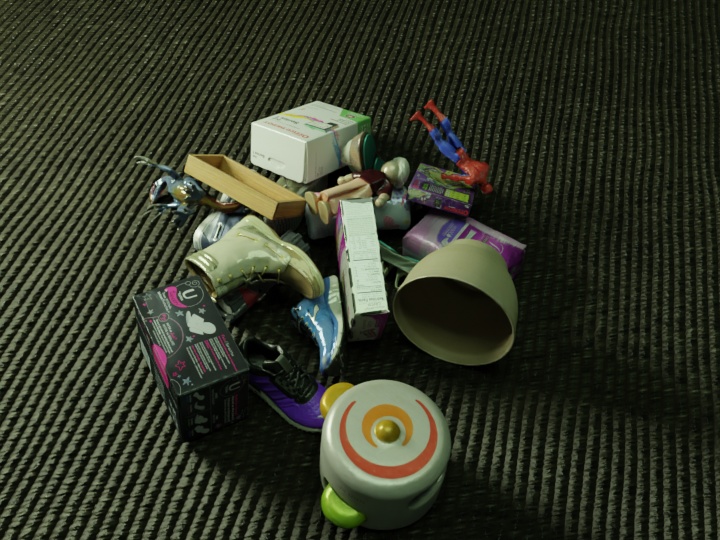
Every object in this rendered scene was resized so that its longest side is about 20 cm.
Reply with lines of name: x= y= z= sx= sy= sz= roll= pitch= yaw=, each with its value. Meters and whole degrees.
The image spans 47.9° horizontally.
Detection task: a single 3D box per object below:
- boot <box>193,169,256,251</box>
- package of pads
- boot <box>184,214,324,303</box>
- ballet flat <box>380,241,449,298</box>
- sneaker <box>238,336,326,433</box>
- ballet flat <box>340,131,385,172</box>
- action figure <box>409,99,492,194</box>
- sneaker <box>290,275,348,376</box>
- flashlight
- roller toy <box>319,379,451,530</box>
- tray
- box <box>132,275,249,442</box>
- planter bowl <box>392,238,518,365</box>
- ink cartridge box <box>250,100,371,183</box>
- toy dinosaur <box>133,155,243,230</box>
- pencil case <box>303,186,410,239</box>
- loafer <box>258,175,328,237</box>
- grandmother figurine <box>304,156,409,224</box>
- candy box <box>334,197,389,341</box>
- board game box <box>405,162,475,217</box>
boot: x=-0.213 y=-0.102 z=1.473 sx=0.089 sy=0.073 sz=0.201 roll=11 pitch=56 yaw=29
package of pads: x=0.183 y=-0.033 z=1.449 sx=0.199 sy=0.076 sz=0.121 roll=30 pitch=56 yaw=20
boot: x=-0.170 y=0.007 z=1.313 sx=0.199 sy=0.072 sz=0.154 roll=38 pitch=52 yaw=21
ballet flat: x=0.062 y=-0.005 z=1.428 sx=0.199 sy=0.067 sz=0.064 roll=27 pitch=82 yaw=21
sneaker: x=-0.112 y=0.168 z=1.236 sx=0.199 sy=0.100 sz=0.070 roll=30 pitch=53 yaw=16
ballet flat: x=0.000 y=-0.207 z=1.523 sx=0.066 sy=0.200 sz=0.069 roll=11 pitch=77 yaw=16
action figure: x=0.169 y=-0.214 z=1.516 sx=0.065 sy=0.099 sz=0.200 roll=-42 pitch=91 yaw=-21
sneaker: x=-0.068 y=0.095 z=1.331 sx=0.088 sy=0.079 sz=0.201 roll=-8 pitch=42 yaw=-2
flashlight: x=-0.173 y=0.004 z=1.398 sx=0.068 sy=0.068 sz=0.200 roll=28 pitch=54 yaw=23
roller toy: x=0.033 y=0.254 z=1.148 sx=0.180 sy=0.141 sz=0.202 roll=0 pitch=50 yaw=-5
tray: x=-0.201 y=-0.147 z=1.417 sx=0.199 sy=0.037 sz=0.098 roll=30 pitch=19 yaw=21
box: x=-0.257 y=0.132 z=1.239 sx=0.114 sy=0.133 sz=0.201 roll=-18 pitch=53 yaw=-23
planter bowl: x=0.166 y=0.035 z=1.305 sx=0.198 sy=0.201 sz=0.135 roll=18 pitch=50 yaw=11
ink cartridge box: x=-0.095 y=-0.252 z=1.564 sx=0.144 sy=0.085 sz=0.199 roll=23 pitch=35 yaw=30
toy dinosaur: x=-0.326 y=-0.132 z=1.480 sx=0.198 sy=0.106 sz=0.182 roll=15 pitch=14 yaw=-19
pencil case: x=-0.005 y=-0.106 z=1.493 sx=0.197 sy=0.091 sz=0.084 roll=-7 pitch=73 yaw=-9
loafer: x=-0.135 y=-0.129 z=1.518 sx=0.069 sy=0.076 sz=0.200 roll=21 pitch=42 yaw=21
grandmother figurine: x=0.008 y=-0.147 z=1.428 sx=0.199 sy=0.061 sz=0.121 roll=-29 pitch=54 yaw=-26
candy box: x=0.000 y=0.000 z=1.332 sx=0.060 sy=0.137 sz=0.202 roll=-4 pitch=69 yaw=-7
board game box: x=0.154 y=-0.153 z=1.519 sx=0.119 sy=0.033 sz=0.200 roll=21 pitch=22 yaw=3
